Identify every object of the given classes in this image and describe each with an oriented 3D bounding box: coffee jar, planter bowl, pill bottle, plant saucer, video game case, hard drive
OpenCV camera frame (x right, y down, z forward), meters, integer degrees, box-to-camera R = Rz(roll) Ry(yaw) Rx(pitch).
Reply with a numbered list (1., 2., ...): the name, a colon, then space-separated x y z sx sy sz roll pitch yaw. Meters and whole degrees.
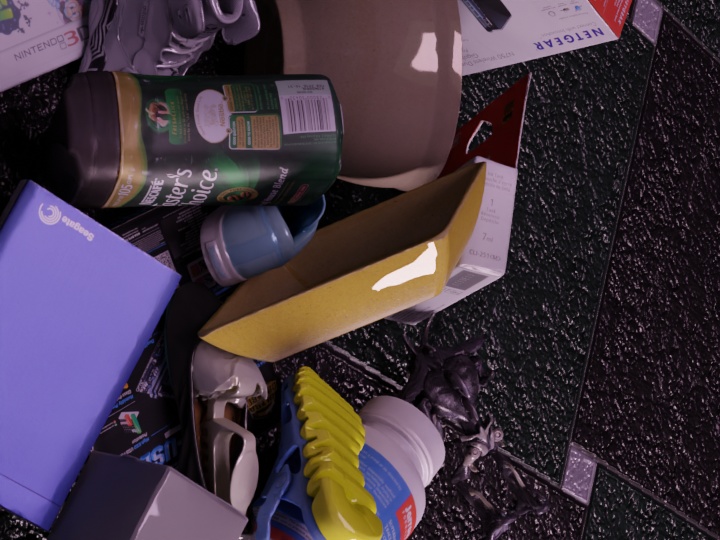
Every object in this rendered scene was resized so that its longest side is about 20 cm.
1. coffee jar: -0.119 -0.090 1.224 0.199 0.104 0.086 -1 75 -20
2. planter bowl: -0.016 -0.162 1.396 0.134 0.200 0.202 -2 86 -18
3. pill bottle: -0.017 0.191 1.384 0.200 0.112 0.113 -47 117 -38
4. plant saucer: 0.000 0.000 1.290 0.049 0.199 0.200 63 20 -12
5. video game case: -0.250 -0.243 1.265 0.182 0.024 0.201 -32 109 -43
6. hard drive: -0.222 0.058 1.195 0.132 0.025 0.201 33 74 -26

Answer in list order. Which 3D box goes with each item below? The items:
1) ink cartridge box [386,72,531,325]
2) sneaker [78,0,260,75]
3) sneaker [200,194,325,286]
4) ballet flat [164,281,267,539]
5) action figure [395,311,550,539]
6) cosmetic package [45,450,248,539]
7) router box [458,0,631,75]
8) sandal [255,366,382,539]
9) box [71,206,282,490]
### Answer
1. ink cartridge box: 0.075 -0.059 1.453 0.043 0.200 0.175 13 73 -16
2. sneaker: -0.141 -0.158 1.276 0.075 0.114 0.201 -5 105 -52
3. sneaker: -0.058 -0.046 1.353 0.200 0.081 0.074 -70 142 -62
4. ballet flat: -0.099 0.106 1.276 0.068 0.068 0.201 0 84 -46
5. action figure: 0.078 0.135 1.500 0.119 0.102 0.201 -35 101 -35
6. cosmetic package: -0.172 0.229 1.175 0.090 0.107 0.201 41 69 -32
7. router box: 0.103 -0.256 1.503 0.179 0.199 0.049 44 55 -33
8. sandal: -0.043 0.148 1.299 0.079 0.087 0.200 43 19 -24
9. box: -0.157 0.060 1.304 0.200 0.050 0.200 -31 108 -44
